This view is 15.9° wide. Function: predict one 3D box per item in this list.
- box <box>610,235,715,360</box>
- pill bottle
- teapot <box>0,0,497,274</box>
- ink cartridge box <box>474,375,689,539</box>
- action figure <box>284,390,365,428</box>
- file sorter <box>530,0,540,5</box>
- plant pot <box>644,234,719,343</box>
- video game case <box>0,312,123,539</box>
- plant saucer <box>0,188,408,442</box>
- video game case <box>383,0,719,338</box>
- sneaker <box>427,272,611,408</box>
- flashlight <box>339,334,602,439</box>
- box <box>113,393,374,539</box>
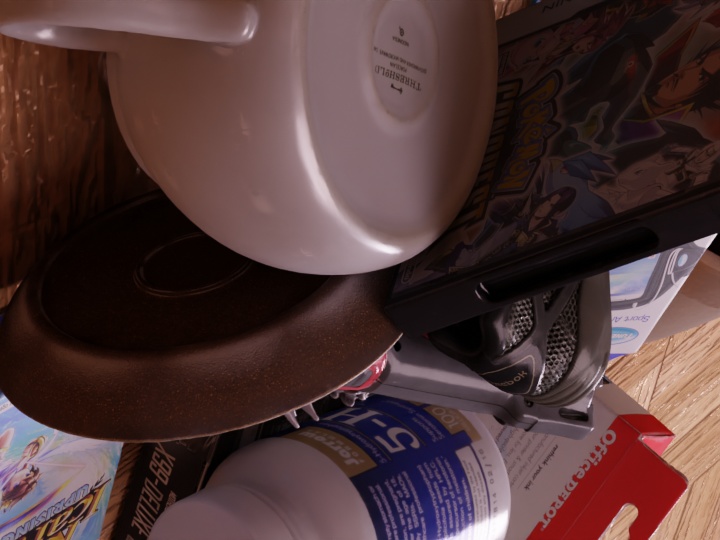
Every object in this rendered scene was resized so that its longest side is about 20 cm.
[{"bbox_3d":[0.127,-0.011,1.436,0.119,0.042,0.200,1,145,-23],"label":"box"},{"bbox_3d":[-0.019,0.142,1.413,0.200,0.120,0.120,-18,143,-51],"label":"pill bottle"},{"bbox_3d":[-0.044,-0.091,1.107,0.198,0.146,0.200,-56,137,-40],"label":"teapot"},{"bbox_3d":[0.114,0.113,1.638,0.116,0.200,0.067,-55,157,14],"label":"ink cartridge box"},{"bbox_3d":[0.000,0.000,1.323,0.200,0.069,0.131,-25,116,-21],"label":"action figure"},{"bbox_3d":[0.207,-0.179,1.450,0.200,0.123,0.139,-35,154,-30],"label":"file sorter"},{"bbox_3d":[0.196,-0.041,1.601,0.200,0.200,0.175,-33,170,-35],"label":"plant pot"},{"bbox_3d":[-0.196,0.107,1.255,0.200,0.045,0.182,-31,152,-39],"label":"video game case"},{"bbox_3d":[-0.072,0.008,1.165,0.200,0.200,0.032,-34,126,-33],"label":"plant saucer"},{"bbox_3d":[0.108,-0.070,1.138,0.180,0.026,0.200,-20,-146,33],"label":"video game case"},{"bbox_3d":[0.064,-0.041,1.242,0.076,0.200,0.114,-16,155,42],"label":"sneaker"},{"bbox_3d":[0.027,0.035,1.275,0.199,0.068,0.068,11,95,-36],"label":"flashlight"},{"bbox_3d":[-0.046,0.091,1.502,0.200,0.050,0.158,-27,149,-42],"label":"box"}]
